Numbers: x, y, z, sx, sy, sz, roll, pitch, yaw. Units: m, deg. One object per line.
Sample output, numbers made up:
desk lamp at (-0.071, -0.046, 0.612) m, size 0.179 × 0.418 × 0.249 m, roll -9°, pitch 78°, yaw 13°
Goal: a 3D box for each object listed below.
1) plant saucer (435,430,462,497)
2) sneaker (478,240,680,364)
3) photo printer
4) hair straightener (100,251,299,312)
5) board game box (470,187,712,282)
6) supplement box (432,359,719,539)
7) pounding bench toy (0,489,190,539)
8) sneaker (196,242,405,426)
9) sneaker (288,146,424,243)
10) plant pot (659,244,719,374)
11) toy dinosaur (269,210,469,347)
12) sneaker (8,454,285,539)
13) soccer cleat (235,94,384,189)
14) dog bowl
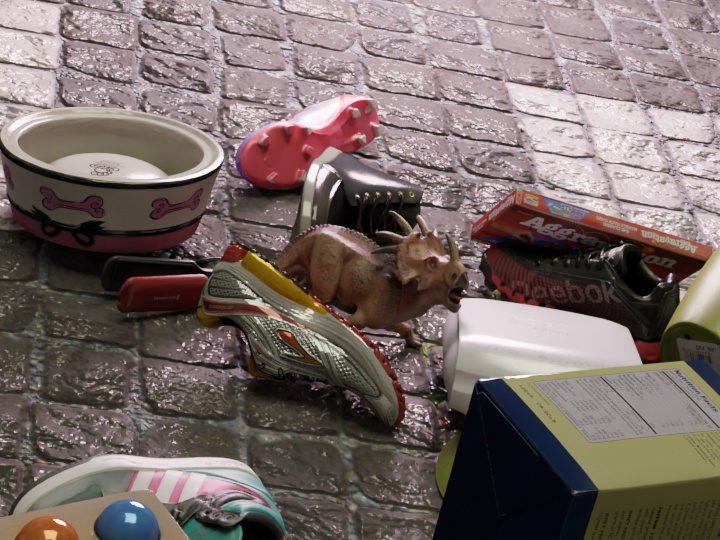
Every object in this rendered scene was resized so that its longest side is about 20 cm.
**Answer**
plant saucer at (0.158, 0.167, 1.678) m, size 0.198 × 0.031 × 0.201 m, roll 11°, pitch 29°, yaw -6°
sneaker at (0.202, 0.008, 1.909) m, size 0.199 × 0.099 × 0.071 m, roll 25°, pitch 32°, yaw 20°
photo printer at (0.147, 0.080, 1.726) m, size 0.165 × 0.070 × 0.200 m, roll 10°, pitch 11°, yaw 1°
hair straightener at (-0.135, -0.003, 1.828) m, size 0.198 × 0.041 × 0.077 m, roll -7°, pitch 36°, yaw -34°
board game box at (0.211, -0.025, 1.948) m, size 0.198 × 0.103 × 0.020 m, roll 16°, pitch 66°, yaw -16°
supplement box at (0.171, 0.185, 1.475) m, size 0.198 × 0.202 × 0.134 m, roll -4°, pitch 33°, yaw -29°
pounding bench toy at (-0.194, 0.232, 1.271) m, size 0.198 × 0.157 × 0.124 m, roll -8°, pitch 36°, yaw -35°
sneaker at (-0.047, 0.066, 1.730) m, size 0.199 × 0.082 × 0.078 m, roll 36°, pitch -6°, yaw 11°
sneaker at (0.000, -0.056, 1.940) m, size 0.105 × 0.075 × 0.200 m, roll 17°, pitch 24°, yaw 4°
plant pot at (0.359, 0.043, 1.865) m, size 0.199 × 0.188 × 0.187 m, roll -30°, pitch 50°, yaw -34°
toy dinosaur at (0.000, 0.000, 1.788) m, size 0.198 × 0.137 × 0.086 m, roll 20°, pitch 29°, yaw 10°
sneaker at (-0.133, 0.188, 1.461) m, size 0.198 × 0.084 × 0.121 m, roll -3°, pitch 24°, yaw -31°
soccer cleat at (-0.060, -0.124, 2.070) m, size 0.076 × 0.067 × 0.199 m, roll -3°, pitch 18°, yaw 43°
dog bowl at (-0.221, -0.078, 1.861) m, size 0.198 × 0.075 × 0.200 m, roll 7°, pitch 22°, yaw -3°
